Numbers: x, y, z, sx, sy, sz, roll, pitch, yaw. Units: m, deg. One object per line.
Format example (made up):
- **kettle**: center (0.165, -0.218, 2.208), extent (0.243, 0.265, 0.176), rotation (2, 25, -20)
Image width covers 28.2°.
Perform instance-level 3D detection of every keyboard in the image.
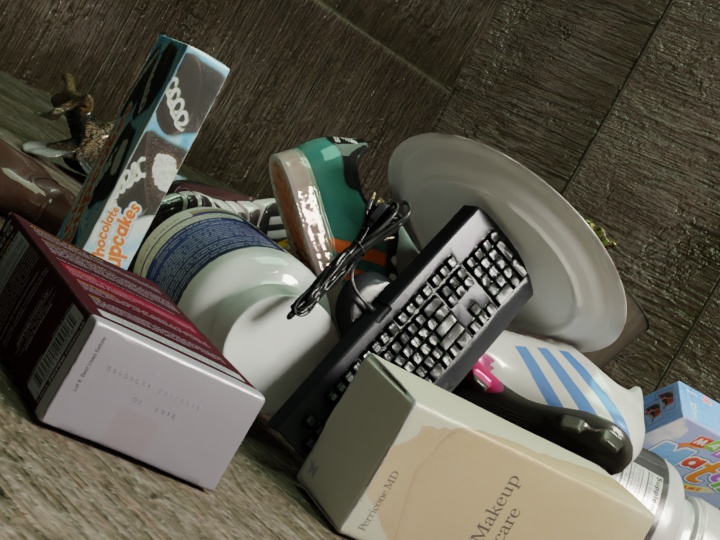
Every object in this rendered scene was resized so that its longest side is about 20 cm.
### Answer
- **keyboard**: center (0.017, 0.034, 0.911), extent (0.127, 0.200, 0.021), rotation (46, -19, -13)

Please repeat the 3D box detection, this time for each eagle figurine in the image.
- **eagle figurine**: center (-0.320, -0.149, 1.854), extent (0.200, 0.150, 0.152), rotation (61, 30, -31)

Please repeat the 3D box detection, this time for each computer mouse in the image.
- **computer mouse**: center (0.036, 0.093, 0.949), extent (0.034, 0.058, 0.201), rotation (-3, -69, 66)

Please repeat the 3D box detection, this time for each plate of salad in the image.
- **plate of salad**: center (0.103, -0.022, 0.992), extent (0.200, 0.048, 0.200), rotation (34, -27, 20)

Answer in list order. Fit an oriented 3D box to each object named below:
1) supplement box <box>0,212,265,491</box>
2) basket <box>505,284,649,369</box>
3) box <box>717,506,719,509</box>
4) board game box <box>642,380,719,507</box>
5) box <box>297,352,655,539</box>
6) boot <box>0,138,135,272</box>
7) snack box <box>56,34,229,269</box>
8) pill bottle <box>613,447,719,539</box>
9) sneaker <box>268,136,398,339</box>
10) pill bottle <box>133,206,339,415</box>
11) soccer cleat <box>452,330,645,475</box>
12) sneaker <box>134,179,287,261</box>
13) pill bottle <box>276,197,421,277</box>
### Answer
- **supplement box**: center (-0.143, 0.040, 0.802), extent (0.109, 0.061, 0.200), rotation (29, 4, -30)
- **basket**: center (0.112, 0.065, 1.198), extent (0.180, 0.200, 0.136), rotation (42, -9, -9)
- **box**: center (0.309, 0.227, 1.326), extent (0.199, 0.123, 0.106), rotation (30, 4, 6)
- **board game box**: center (0.227, 0.165, 1.176), extent (0.151, 0.200, 0.037), rotation (27, 46, -34)
- **box**: center (0.072, 0.139, 0.882), extent (0.199, 0.095, 0.078), rotation (26, 7, -28)
- **boot**: center (-0.260, -0.048, 1.199), extent (0.200, 0.064, 0.186), rotation (36, 7, 21)
- **snack box**: center (-0.162, -0.065, 1.001), extent (0.037, 0.201, 0.116), rotation (27, 3, -20)
- **pill bottle**: center (0.169, 0.172, 1.069), extent (0.199, 0.111, 0.111), rotation (29, 3, -9)
- **sneaker**: center (0.000, 0.000, 1.042), extent (0.071, 0.080, 0.201), rotation (-164, -124, -70)
- **pill bottle**: center (-0.086, 0.029, 1.009), extent (0.111, 0.111, 0.200), rotation (28, 3, -26)
- **soccer cleat**: center (0.105, 0.074, 0.997), extent (0.199, 0.070, 0.086), rotation (28, 39, 5)
- **sneaker**: center (-0.155, -0.038, 1.207), extent (0.115, 0.076, 0.200), rotation (18, 10, 32)
- **pill bottle**: center (-0.014, 0.015, 1.159), extent (0.199, 0.110, 0.109), rotation (-20, -28, 31)
